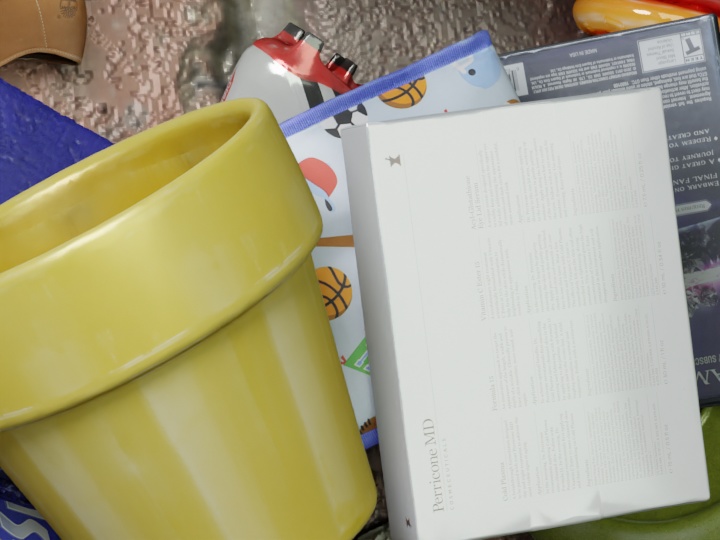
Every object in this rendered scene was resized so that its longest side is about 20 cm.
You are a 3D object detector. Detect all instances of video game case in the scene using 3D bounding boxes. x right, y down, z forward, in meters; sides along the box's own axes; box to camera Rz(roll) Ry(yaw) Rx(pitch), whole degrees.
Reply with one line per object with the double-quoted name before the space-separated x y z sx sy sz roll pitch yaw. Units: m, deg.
"video game case" 0.134 -0.023 1.365 0.142 0.019 0.202 -10 93 16

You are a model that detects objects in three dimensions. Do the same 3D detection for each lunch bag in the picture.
"lunch bag" 0.000 0.000 1.304 0.199 0.124 0.171 -26 87 -18

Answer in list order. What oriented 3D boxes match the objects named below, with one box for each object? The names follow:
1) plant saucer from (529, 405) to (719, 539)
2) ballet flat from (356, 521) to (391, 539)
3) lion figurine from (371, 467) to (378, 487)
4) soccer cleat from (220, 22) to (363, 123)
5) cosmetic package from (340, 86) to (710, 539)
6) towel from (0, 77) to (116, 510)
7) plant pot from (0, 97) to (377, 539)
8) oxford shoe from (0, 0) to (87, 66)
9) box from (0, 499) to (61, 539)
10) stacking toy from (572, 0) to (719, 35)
"plant saucer" 0.166 0.075 1.394 0.201 0.199 0.031 -59 145 -16
"ballet flat" -0.006 0.188 1.372 0.199 0.072 0.072 -29 95 -22
"lion figurine" -0.057 0.077 1.371 0.121 0.073 0.202 0 70 -14
"soccer cleat" 0.008 -0.052 1.408 0.199 0.069 0.085 35 93 -20
"cosmetic package" 0.078 0.021 1.235 0.150 0.052 0.202 -7 92 -18
"towel" -0.185 0.008 1.274 0.147 0.050 0.201 30 56 -15
"plant pot" -0.088 0.050 1.172 0.200 0.200 0.190 -33 104 -21
"oxford shoe" -0.231 -0.119 1.319 0.199 0.071 0.072 -8 95 -21
"box" -0.184 0.147 1.304 0.064 0.070 0.202 2 83 -22
"stacking toy" 0.162 -0.098 1.460 0.115 0.110 0.202 8 92 -32
